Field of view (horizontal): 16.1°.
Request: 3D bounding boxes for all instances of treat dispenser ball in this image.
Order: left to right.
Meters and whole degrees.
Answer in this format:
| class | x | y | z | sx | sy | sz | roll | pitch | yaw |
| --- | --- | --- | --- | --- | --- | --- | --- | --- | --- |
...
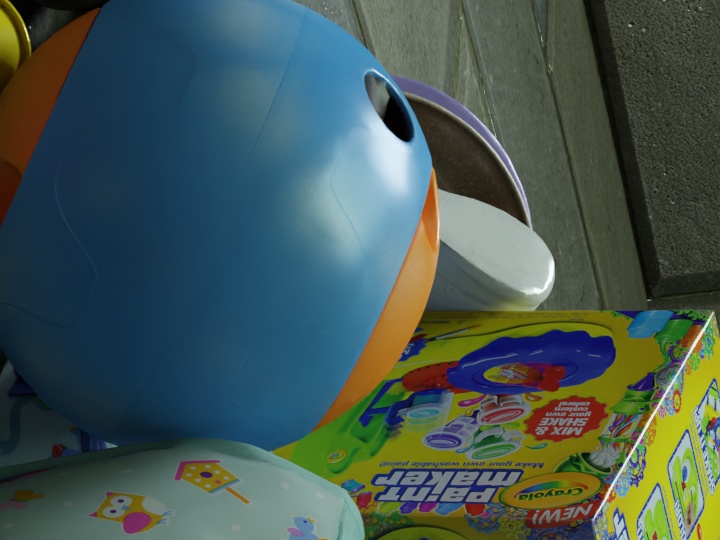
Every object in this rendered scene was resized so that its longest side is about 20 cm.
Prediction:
| class | x | y | z | sx | sy | sz | roll | pitch | yaw |
| --- | --- | --- | --- | --- | --- | --- | --- | --- | --- |
| treat dispenser ball | -0.066 | -0.020 | 1.069 | 0.201 | 0.200 | 0.202 | -7 | 90 | -78 |

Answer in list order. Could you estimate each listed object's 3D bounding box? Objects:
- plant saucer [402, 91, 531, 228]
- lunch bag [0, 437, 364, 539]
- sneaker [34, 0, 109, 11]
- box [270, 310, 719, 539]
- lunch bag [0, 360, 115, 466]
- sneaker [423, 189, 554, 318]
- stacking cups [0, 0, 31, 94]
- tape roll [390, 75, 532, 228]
| class | x | y | z | sx | sy | sz | roll | pitch | yaw |
| --- | --- | --- | --- | --- | --- | --- | --- | --- | --- |
| plant saucer | 0.000 | 0.000 | 1.401 | 0.037 | 0.200 | 0.201 | 179 | -97 | -67 |
| lunch bag | -0.099 | 0.148 | 0.971 | 0.170 | 0.199 | 0.122 | -71 | 151 | -66 |
| sneaker | -0.140 | -0.232 | 1.296 | 0.114 | 0.076 | 0.200 | -24 | 109 | -79 |
| box | 0.066 | 0.118 | 1.259 | 0.193 | 0.199 | 0.122 | -52 | 134 | -52 |
| lunch bag | -0.116 | 0.090 | 1.214 | 0.200 | 0.082 | 0.161 | -75 | 152 | -63 |
| sneaker | 0.001 | -0.024 | 1.349 | 0.089 | 0.200 | 0.075 | -52 | -179 | 43 |
| stacking cups | -0.192 | -0.080 | 1.006 | 0.200 | 0.060 | 0.061 | -34 | 117 | -75 |
| tape roll | -0.006 | -0.010 | 1.463 | 0.085 | 0.199 | 0.201 | 180 | -98 | -68 |
